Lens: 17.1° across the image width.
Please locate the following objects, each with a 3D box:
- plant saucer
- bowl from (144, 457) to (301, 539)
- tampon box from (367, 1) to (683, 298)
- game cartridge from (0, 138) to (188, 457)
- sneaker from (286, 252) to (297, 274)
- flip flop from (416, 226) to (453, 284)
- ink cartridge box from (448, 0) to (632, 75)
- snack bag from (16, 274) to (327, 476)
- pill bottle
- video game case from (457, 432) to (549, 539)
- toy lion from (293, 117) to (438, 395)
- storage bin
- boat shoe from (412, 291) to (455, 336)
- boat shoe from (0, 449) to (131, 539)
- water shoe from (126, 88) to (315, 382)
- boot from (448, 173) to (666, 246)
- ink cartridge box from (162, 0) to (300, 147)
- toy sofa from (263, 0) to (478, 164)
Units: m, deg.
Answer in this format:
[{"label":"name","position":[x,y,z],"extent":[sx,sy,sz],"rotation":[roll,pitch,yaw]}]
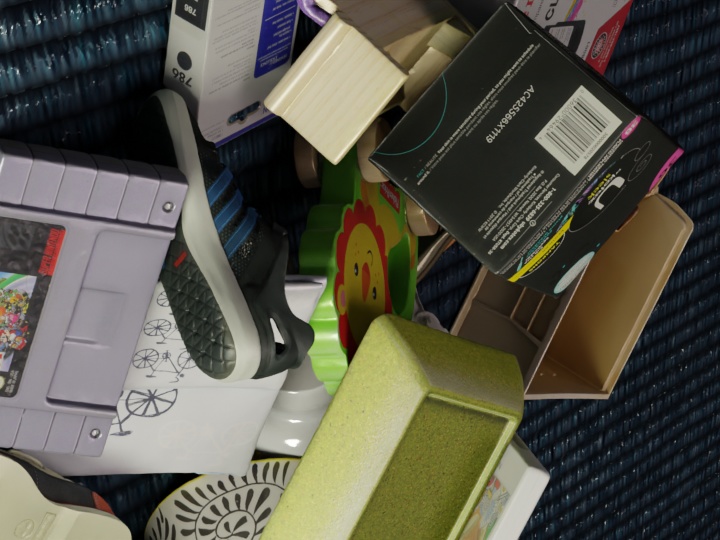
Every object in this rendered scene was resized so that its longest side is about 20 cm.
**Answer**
[{"label":"plant saucer","position":[0.036,0.144,1.717],"extent":[0.200,0.048,0.200],"rotation":[19,100,-55]},{"label":"bowl","position":[-0.062,0.237,1.814],"extent":[0.200,0.095,0.201],"rotation":[-5,141,-4]},{"label":"tampon box","position":[0.124,-0.081,1.704],"extent":[0.150,0.126,0.200],"rotation":[-49,164,8]},{"label":"game cartridge","position":[-0.194,0.021,1.483],"extent":[0.129,0.038,0.201],"rotation":[6,115,-31]},{"label":"sneaker","position":[-0.125,0.005,1.623],"extent":[0.084,0.075,0.200],"rotation":[-31,147,25]},{"label":"flip flop","position":[0.053,-0.067,1.861],"extent":[0.200,0.081,0.058],"rotation":[-51,140,-4]},{"label":"ink cartridge box","position":[0.131,-0.217,1.817],"extent":[0.200,0.083,0.146],"rotation":[-15,132,-56]},{"label":"snack bag","position":[-0.134,0.076,1.604],"extent":[0.188,0.021,0.200],"rotation":[1,134,-27]},{"label":"pill bottle","position":[-0.040,0.121,1.838],"extent":[0.112,0.112,0.200],"rotation":[-44,150,-28]},{"label":"video game case","position":[0.066,0.208,1.814],"extent":[0.201,0.023,0.182],"rotation":[-63,-163,8]},{"label":"toy lion","position":[0.000,0.000,1.728],"extent":[0.200,0.068,0.193],"rotation":[43,47,-66]},{"label":"storage bin","position":[0.193,0.007,2.152],"extent":[0.200,0.094,0.199],"rotation":[5,113,-61]},{"label":"boat shoe","position":[0.048,0.076,1.876],"extent":[0.074,0.066,0.201],"rotation":[85,2,-50]},{"label":"boat shoe","position":[-0.234,0.150,1.577],"extent":[0.200,0.063,0.071],"rotation":[29,98,-47]},{"label":"water shoe","position":[-0.091,-0.021,1.527],"extent":[0.079,0.201,0.071],"rotation":[-3,158,-37]},{"label":"boot","position":[0.141,-0.064,1.915],"extent":[0.200,0.154,0.074],"rotation":[-52,154,-13]},{"label":"ink cartridge box","position":[-0.078,-0.178,1.540],"extent":[0.099,0.039,0.201],"rotation":[-32,141,-45]},{"label":"toy sofa","position":[0.001,-0.149,1.628],"extent":[0.083,0.098,0.200],"rotation":[-49,175,22]}]
